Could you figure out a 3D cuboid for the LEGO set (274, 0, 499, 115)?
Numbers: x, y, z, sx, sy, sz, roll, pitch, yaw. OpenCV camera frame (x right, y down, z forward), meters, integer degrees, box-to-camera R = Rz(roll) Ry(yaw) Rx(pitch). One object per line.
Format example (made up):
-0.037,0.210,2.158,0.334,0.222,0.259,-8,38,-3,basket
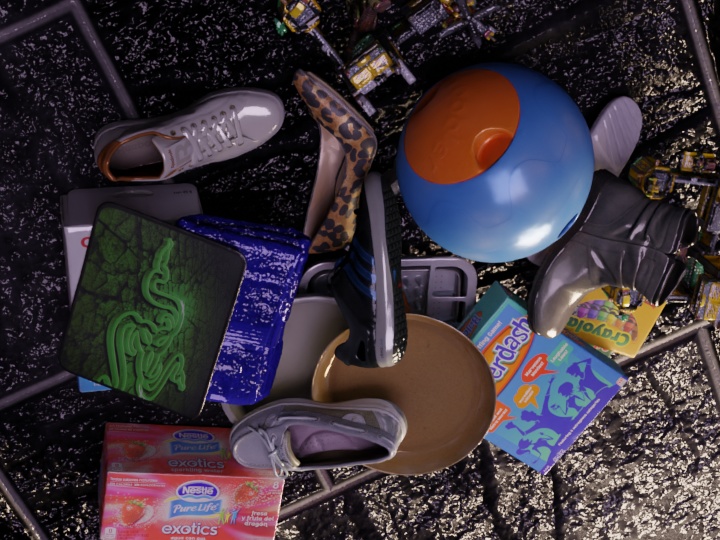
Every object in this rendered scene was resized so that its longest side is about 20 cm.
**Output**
0.024,-0.250,1.434,0.199,0.116,0.154,-30,120,4,LEGO set

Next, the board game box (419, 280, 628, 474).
0.180,0.123,1.661,0.200,0.045,0.152,32,104,-27,board game box

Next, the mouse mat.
-0.212,0.043,1.490,0.160,0.008,0.201,20,115,2,mouse mat

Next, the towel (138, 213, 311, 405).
-0.139,0.045,1.517,0.147,0.050,0.201,7,116,-20,towel

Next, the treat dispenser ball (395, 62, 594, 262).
0.136,-0.109,1.497,0.200,0.201,0.202,-5,119,-9,treat dispenser ball

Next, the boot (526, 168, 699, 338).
0.261,0.005,1.535,0.068,0.130,0.201,-3,120,-54,boot

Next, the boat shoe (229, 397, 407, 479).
-0.051,0.182,1.579,0.201,0.065,0.075,-5,116,17,boat shoe

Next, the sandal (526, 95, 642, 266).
0.237,-0.097,1.613,0.079,0.059,0.207,33,86,-32,sandal

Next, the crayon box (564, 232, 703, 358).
0.285,0.017,1.685,0.126,0.051,0.201,17,114,-20,crayon box

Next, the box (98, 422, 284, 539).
-0.194,0.241,1.677,0.199,0.103,0.095,5,117,-13,box

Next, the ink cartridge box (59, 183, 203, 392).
-0.235,0.018,1.555,0.144,0.085,0.201,-5,118,-10,ink cartridge box

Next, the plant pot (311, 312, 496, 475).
0.047,0.129,1.594,0.199,0.028,0.201,3,116,5,plant pot

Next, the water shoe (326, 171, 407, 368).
0.000,0.000,1.512,0.078,0.071,0.201,-4,88,15,water shoe

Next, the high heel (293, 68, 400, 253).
-0.046,-0.106,1.532,0.142,0.071,0.200,-41,128,4,high heel

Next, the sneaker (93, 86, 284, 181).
-0.168,-0.126,1.492,0.199,0.085,0.073,-17,119,-4,sneaker

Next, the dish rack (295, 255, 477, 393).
0.025,0.055,1.655,0.199,0.044,0.172,-2,119,-11,dish rack

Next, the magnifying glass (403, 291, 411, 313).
0.065,0.107,1.655,0.079,0.022,0.201,-20,120,0,magnifying glass

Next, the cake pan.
-0.059,0.108,1.621,0.199,0.037,0.201,-5,119,-9,cake pan

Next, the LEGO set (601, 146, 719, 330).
0.350,-0.022,1.580,0.153,0.116,0.201,12,108,-19,LEGO set
